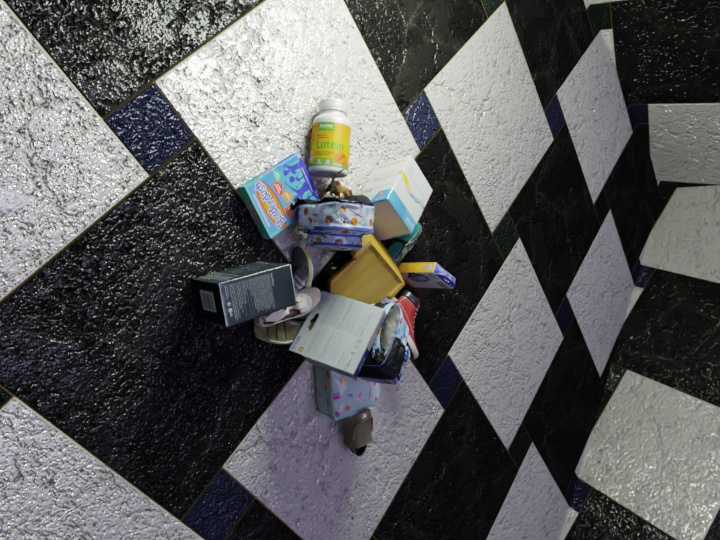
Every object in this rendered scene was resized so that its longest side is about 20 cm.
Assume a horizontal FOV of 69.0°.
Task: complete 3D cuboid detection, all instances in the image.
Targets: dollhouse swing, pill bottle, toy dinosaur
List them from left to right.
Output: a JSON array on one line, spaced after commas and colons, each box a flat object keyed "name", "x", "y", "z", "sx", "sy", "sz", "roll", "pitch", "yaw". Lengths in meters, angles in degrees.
[{"name": "pill bottle", "x": -0.082, "y": -0.367, "z": 1.459, "sx": 0.110, "sy": 0.111, "sz": 0.202, "roll": 4, "pitch": 90, "yaw": -42}, {"name": "toy dinosaur", "x": -0.076, "y": -0.233, "z": 1.481, "sx": 0.106, "sy": 0.060, "sz": 0.200, "roll": -51, "pitch": 169, "yaw": 2}, {"name": "dollhouse swing", "x": 0.000, "y": 0.000, "z": 1.532, "sx": 0.175, "sy": 0.182, "sz": 0.200, "roll": -34, "pitch": 125, "yaw": 11}]

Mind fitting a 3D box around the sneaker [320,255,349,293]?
[{"name": "sneaker", "x": -0.085, "y": 0.039, "z": 1.521, "sx": 0.091, "sy": 0.076, "sz": 0.201, "roll": 51, "pitch": 51, "yaw": -25}]

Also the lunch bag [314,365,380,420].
[{"name": "lunch bag", "x": -0.028, "y": 0.328, "z": 1.552, "sx": 0.199, "sy": 0.121, "sz": 0.172, "roll": -9, "pitch": 98, "yaw": -36}]

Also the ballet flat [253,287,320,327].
[{"name": "ballet flat", "x": -0.182, "y": 0.102, "z": 1.368, "sx": 0.199, "sy": 0.062, "sz": 0.068, "roll": -25, "pitch": 102, "yaw": -22}]

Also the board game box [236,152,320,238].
[{"name": "board game box", "x": -0.212, "y": -0.201, "z": 1.397, "sx": 0.200, "sy": 0.045, "sz": 0.153, "roll": -41, "pitch": 119, "yaw": -32}]

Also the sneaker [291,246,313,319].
[{"name": "sneaker", "x": -0.179, "y": 0.035, "z": 1.428, "sx": 0.080, "sy": 0.074, "sz": 0.202, "roll": 1, "pitch": 90, "yaw": -38}]

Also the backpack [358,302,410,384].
[{"name": "backpack", "x": 0.053, "y": 0.194, "z": 1.447, "sx": 0.135, "sy": 0.181, "sz": 0.201, "roll": 45, "pitch": 54, "yaw": -35}]

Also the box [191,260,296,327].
[{"name": "box", "x": -0.283, "y": 0.052, "z": 1.279, "sx": 0.199, "sy": 0.148, "sz": 0.108, "roll": -18, "pitch": 105, "yaw": -40}]

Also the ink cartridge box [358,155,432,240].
[{"name": "ink cartridge box", "x": 0.099, "y": -0.218, "z": 1.590, "sx": 0.146, "sy": 0.146, "sz": 0.201, "roll": 51, "pitch": 51, "yaw": -30}]

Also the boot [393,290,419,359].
[{"name": "boot", "x": 0.162, "y": 0.170, "z": 1.667, "sx": 0.144, "sy": 0.072, "sz": 0.201, "roll": -42, "pitch": 117, "yaw": -33}]

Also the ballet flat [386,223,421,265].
[{"name": "ballet flat", "x": 0.136, "y": -0.079, "z": 1.720, "sx": 0.200, "sy": 0.074, "sz": 0.075, "roll": -45, "pitch": 121, "yaw": -29}]

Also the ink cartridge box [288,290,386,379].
[{"name": "ink cartridge box", "x": -0.059, "y": 0.164, "z": 1.379, "sx": 0.197, "sy": 0.198, "sz": 0.043, "roll": -61, "pitch": 150, "yaw": -26}]

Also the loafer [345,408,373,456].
[{"name": "loafer", "x": 0.006, "y": 0.486, "z": 1.565, "sx": 0.075, "sy": 0.068, "sz": 0.201, "roll": -20, "pitch": 142, "yaw": -28}]

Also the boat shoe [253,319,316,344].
[{"name": "boat shoe", "x": -0.193, "y": 0.170, "z": 1.417, "sx": 0.198, "sy": 0.068, "sz": 0.076, "roll": 8, "pitch": 69, "yaw": -20}]

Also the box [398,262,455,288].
[{"name": "box", "x": 0.213, "y": 0.016, "z": 1.695, "sx": 0.119, "sy": 0.199, "sz": 0.042, "roll": 34, "pitch": 65, "yaw": -38}]

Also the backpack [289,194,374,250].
[{"name": "backpack", "x": -0.058, "y": -0.128, "z": 1.377, "sx": 0.199, "sy": 0.190, "sz": 0.156, "roll": -6, "pitch": 89, "yaw": -37}]

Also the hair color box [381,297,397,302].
[{"name": "hair color box", "x": 0.085, "y": 0.143, "z": 1.681, "sx": 0.200, "sy": 0.064, "sz": 0.112, "roll": 37, "pitch": 69, "yaw": -36}]
